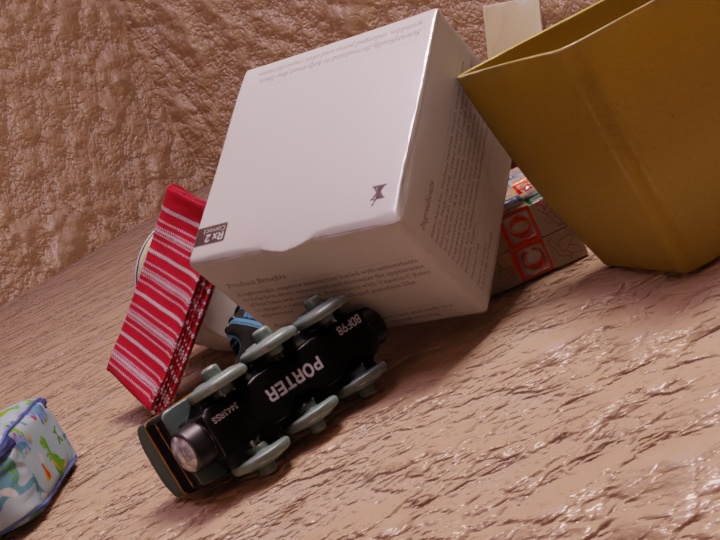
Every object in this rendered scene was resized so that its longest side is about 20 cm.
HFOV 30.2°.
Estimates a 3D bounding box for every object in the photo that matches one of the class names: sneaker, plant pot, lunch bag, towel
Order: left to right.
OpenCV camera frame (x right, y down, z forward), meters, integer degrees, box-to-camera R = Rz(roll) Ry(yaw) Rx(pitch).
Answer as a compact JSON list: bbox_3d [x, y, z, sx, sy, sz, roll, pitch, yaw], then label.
[{"bbox_3d":[-0.339,0.187,1.145,0.160,0.083,0.200,-28,8,4],"label":"lunch bag"},{"bbox_3d":[-0.182,0.024,1.255,0.022,0.201,0.144,17,7,-33],"label":"towel"},{"bbox_3d":[-0.090,0.031,1.200,0.082,0.073,0.200,-34,29,10],"label":"sneaker"},{"bbox_3d":[0.218,-0.109,0.941,0.199,0.177,0.200,-29,10,-12],"label":"plant pot"}]

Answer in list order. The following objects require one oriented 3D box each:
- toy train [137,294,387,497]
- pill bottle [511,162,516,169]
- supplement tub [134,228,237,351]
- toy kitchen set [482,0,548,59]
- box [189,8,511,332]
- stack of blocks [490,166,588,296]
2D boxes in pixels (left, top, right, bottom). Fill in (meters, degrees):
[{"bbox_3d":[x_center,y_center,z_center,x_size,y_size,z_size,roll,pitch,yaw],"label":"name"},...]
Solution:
[{"bbox_3d":[-0.068,0.088,0.961,0.200,0.086,0.114,-34,3,-39],"label":"toy train"},{"bbox_3d":[0.140,-0.134,1.462,0.114,0.115,0.200,-15,15,49],"label":"pill bottle"},{"bbox_3d":[-0.145,0.008,1.375,0.144,0.146,0.200,-30,10,-19],"label":"supplement tub"},{"bbox_3d":[0.212,-0.242,1.667,0.199,0.164,0.180,-6,1,25],"label":"toy kitchen set"},{"bbox_3d":[-0.001,-0.067,1.043,0.198,0.131,0.201,-11,53,35],"label":"box"},{"bbox_3d":[0.143,-0.046,1.154,0.115,0.059,0.200,-25,10,5],"label":"stack of blocks"}]
